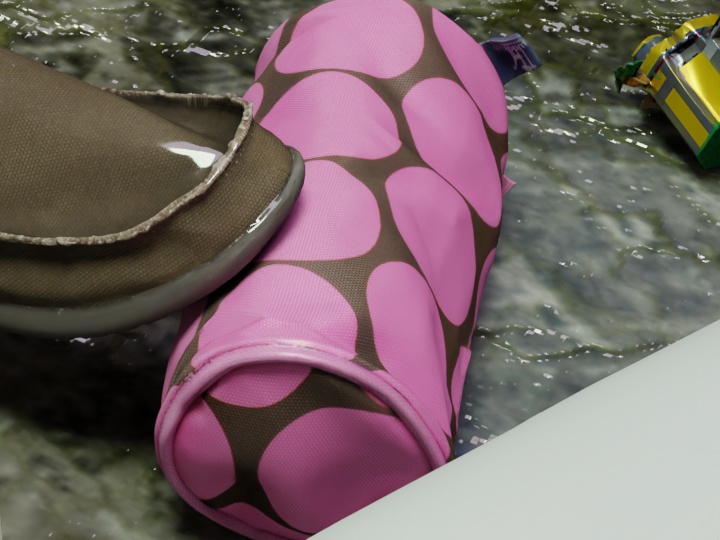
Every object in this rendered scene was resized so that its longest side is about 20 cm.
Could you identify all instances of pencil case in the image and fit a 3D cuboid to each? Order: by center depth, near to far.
[{"bbox_3d":[0.000,0.000,0.800,0.094,0.090,0.200,50,30,-23],"label":"pencil case"}]

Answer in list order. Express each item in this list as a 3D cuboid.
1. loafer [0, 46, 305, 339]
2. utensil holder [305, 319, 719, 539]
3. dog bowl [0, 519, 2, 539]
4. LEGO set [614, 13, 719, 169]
[{"bbox_3d":[-0.112,-0.030,0.762,0.199,0.071,0.073,1,41,25],"label":"loafer"},{"bbox_3d":[0.068,0.107,0.603,0.170,0.171,0.200,34,39,28],"label":"utensil holder"},{"bbox_3d":[-0.188,0.081,0.655,0.199,0.059,0.201,8,36,-5],"label":"dog bowl"},{"bbox_3d":[0.167,-0.134,0.965,0.199,0.154,0.116,-22,64,-28],"label":"LEGO set"}]
